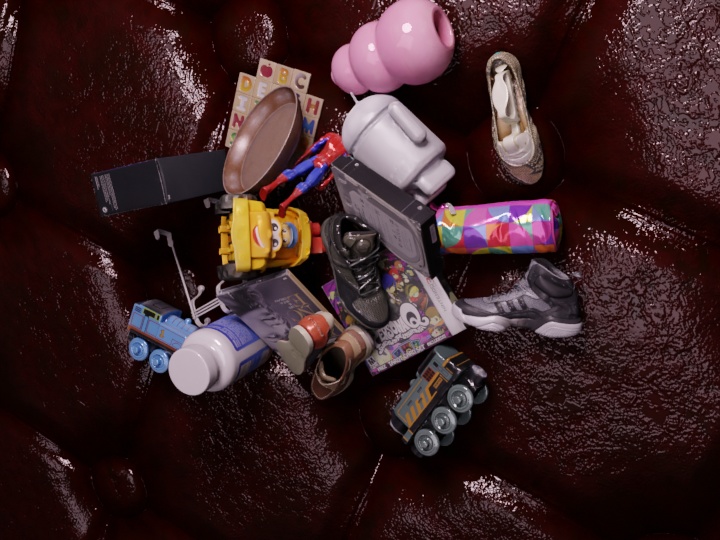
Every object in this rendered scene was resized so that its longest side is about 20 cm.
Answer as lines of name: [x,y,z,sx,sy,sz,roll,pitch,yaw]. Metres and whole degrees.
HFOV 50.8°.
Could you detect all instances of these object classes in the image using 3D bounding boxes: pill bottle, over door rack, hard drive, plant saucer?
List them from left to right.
over door rack: [-0.271,-0.016,1.388,0.148,0.067,0.200,-28,84,25]
pill bottle: [-0.246,0.146,1.338,0.112,0.200,0.112,6,105,23]
plant saucer: [-0.155,-0.206,1.240,0.034,0.201,0.200,28,122,-33]
hard drive: [0.041,-0.083,1.167,0.200,0.038,0.140,39,161,32]

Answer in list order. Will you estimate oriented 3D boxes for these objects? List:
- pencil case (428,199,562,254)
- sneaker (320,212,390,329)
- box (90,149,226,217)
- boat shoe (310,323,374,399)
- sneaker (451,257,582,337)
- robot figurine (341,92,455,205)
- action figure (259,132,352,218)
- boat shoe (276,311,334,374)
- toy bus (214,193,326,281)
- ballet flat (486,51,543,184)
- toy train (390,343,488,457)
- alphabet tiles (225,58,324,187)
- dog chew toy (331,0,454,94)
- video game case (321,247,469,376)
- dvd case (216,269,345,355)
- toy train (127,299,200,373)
pencil case: [0.204,-0.066,1.153,0.199,0.088,0.089,0,103,22]
sneaker: [0.000,0.000,1.203,0.076,0.114,0.200,-19,89,-15]
box: [-0.335,-0.153,1.304,0.141,0.200,0.079,-5,100,24]
boat shoe: [-0.048,0.165,1.306,0.076,0.072,0.200,46,136,16]
sneaker: [0.242,0.034,1.168,0.200,0.075,0.114,6,105,16]
robot figurine: [0.052,-0.191,1.170,0.200,0.113,0.170,45,151,7]
action figure: [-0.073,-0.162,1.203,0.065,0.200,0.052,42,153,9]
boat shoe: [-0.094,0.122,1.286,0.071,0.063,0.200,49,154,7]
toy bus: [-0.140,-0.052,1.247,0.191,0.200,0.136,0,89,-14]
ballet flat: [0.219,-0.220,1.112,0.068,0.075,0.201,-10,99,25]
toy train: [0.128,0.218,1.263,0.114,0.085,0.200,43,118,22]
alphabet tiles: [-0.151,-0.253,1.306,0.166,0.006,0.200,23,111,18]
dog chew toy: [0.040,-0.327,1.146,0.200,0.124,0.125,-15,97,35]
video game case: [0.058,0.058,1.274,0.200,0.036,0.182,-30,88,27]
dvd case: [-0.130,0.080,1.306,0.148,0.016,0.200,-17,135,26]
toy train: [-0.357,0.137,1.451,0.200,0.087,0.115,24,105,19]
